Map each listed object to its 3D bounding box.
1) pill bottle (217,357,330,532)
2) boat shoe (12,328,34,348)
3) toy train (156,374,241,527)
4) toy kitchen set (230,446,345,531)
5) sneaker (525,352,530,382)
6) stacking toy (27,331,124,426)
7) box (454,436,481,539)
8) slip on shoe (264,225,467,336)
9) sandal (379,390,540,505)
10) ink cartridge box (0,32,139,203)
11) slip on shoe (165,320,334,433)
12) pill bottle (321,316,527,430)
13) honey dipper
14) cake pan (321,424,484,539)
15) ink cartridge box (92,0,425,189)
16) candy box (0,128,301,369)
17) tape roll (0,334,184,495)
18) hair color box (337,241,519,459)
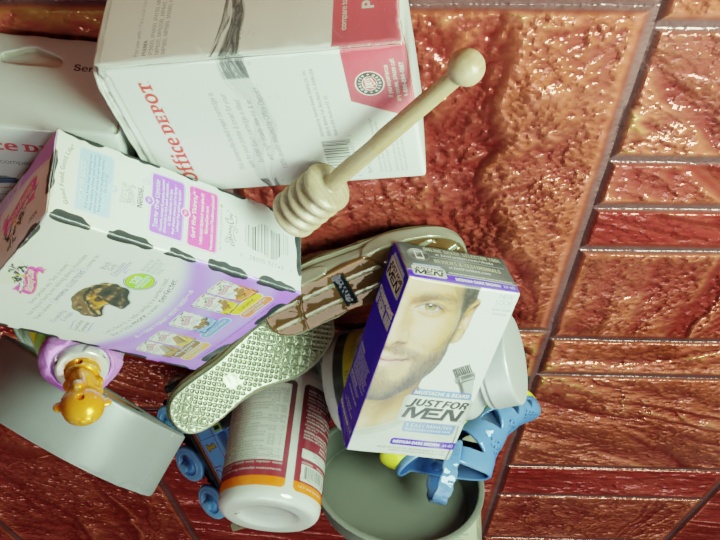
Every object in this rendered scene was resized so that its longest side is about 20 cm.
[{"bbox_3d":[-0.088,0.171,1.080,0.109,0.201,0.110,4,147,3],"label":"pill bottle"},{"bbox_3d":[-0.319,0.009,0.954,0.074,0.065,0.202,7,150,-9],"label":"boat shoe"},{"bbox_3d":[-0.163,0.208,1.182,0.114,0.201,0.087,-27,-179,41],"label":"toy train"},{"bbox_3d":[-0.066,0.221,1.296,0.199,0.164,0.180,-23,170,36],"label":"toy kitchen set"},{"bbox_3d":[0.089,0.131,1.155,0.198,0.060,0.104,2,150,-10],"label":"sneaker"},{"bbox_3d":[-0.236,0.059,0.840,0.115,0.201,0.110,-4,128,-16],"label":"stacking toy"},{"bbox_3d":[0.105,0.252,1.215,0.081,0.202,0.068,-4,153,13],"label":"box"},{"bbox_3d":[0.000,0.000,0.933,0.199,0.061,0.076,-22,125,6],"label":"slip on shoe"},{"bbox_3d":[0.122,0.197,1.107,0.199,0.087,0.080,-23,155,-21],"label":"sandal"},{"bbox_3d":[-0.239,-0.083,0.770,0.144,0.088,0.200,4,148,-4],"label":"ink cartridge box"},{"bbox_3d":[-0.116,0.097,1.031,0.074,0.199,0.061,60,164,-12],"label":"slip on shoe"},{"bbox_3d":[0.069,0.107,1.054,0.198,0.115,0.114,-10,148,21],"label":"pill bottle"},{"bbox_3d":[0.010,-0.080,0.643,0.038,0.038,0.200,21,144,-30],"label":"honey dipper"},{"bbox_3d":[0.040,0.243,1.124,0.198,0.201,0.037,5,126,-6],"label":"cake pan"},{"bbox_3d":[-0.061,-0.129,0.681,0.198,0.085,0.146,-4,150,7],"label":"ink cartridge box"},{"bbox_3d":[-0.171,-0.005,0.745,0.199,0.072,0.167,19,144,-34],"label":"candy box"},{"bbox_3d":[-0.271,0.139,0.955,0.199,0.066,0.200,29,169,6],"label":"tape roll"},{"bbox_3d":[0.058,0.079,0.922,0.108,0.065,0.201,8,119,-17],"label":"hair color box"}]
